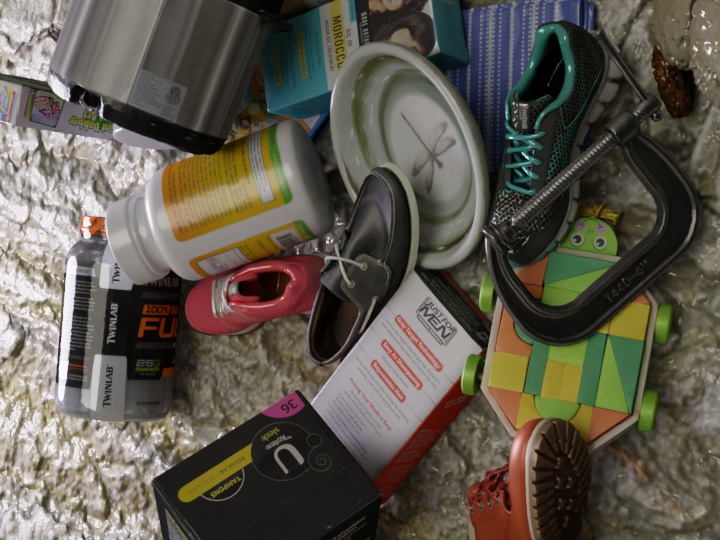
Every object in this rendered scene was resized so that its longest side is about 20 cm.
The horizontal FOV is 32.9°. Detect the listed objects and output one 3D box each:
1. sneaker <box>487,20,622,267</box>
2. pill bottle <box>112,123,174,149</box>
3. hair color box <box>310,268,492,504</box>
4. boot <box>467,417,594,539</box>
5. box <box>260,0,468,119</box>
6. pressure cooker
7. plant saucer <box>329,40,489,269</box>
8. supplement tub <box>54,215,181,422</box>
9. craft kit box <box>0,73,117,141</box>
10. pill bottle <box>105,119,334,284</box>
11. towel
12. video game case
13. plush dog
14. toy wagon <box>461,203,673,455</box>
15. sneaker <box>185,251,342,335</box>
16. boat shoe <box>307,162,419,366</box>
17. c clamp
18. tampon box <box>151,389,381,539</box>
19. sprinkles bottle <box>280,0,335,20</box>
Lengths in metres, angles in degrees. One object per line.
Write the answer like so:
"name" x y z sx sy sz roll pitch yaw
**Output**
"sneaker" 0.136 -0.105 0.958 0.077 0.091 0.203 16 87 36
"pill bottle" -0.205 -0.230 1.232 0.111 0.112 0.203 -6 77 35
"hair color box" 0.033 0.107 1.082 0.102 0.061 0.201 49 115 26
"boot" 0.123 0.180 0.952 0.106 0.075 0.202 26 141 34
"box" -0.001 -0.204 1.107 0.198 0.049 0.084 -14 80 36
"pressure cooker" -0.164 -0.221 1.073 0.177 0.175 0.202 27 100 30
"plant saucer" 0.052 -0.103 1.046 0.199 0.050 0.202 34 137 38
"supplement tub" -0.247 0.048 1.252 0.121 0.122 0.203 5 91 36
"craft kit box" -0.343 -0.178 1.288 0.198 0.196 0.049 17 96 36
"pill bottle" -0.133 -0.057 1.144 0.197 0.111 0.113 -19 76 12
"towel" 0.113 -0.159 1.067 0.198 0.024 0.147 1 90 38
"video game case" -0.085 -0.175 1.210 0.143 0.018 0.201 49 114 27
"plush dog" 0.277 -0.183 0.885 0.202 0.159 0.172 -63 31 13
"toy wagon" 0.168 0.040 0.968 0.153 0.040 0.203 10 80 16
"sneaker" -0.108 0.017 1.174 0.198 0.086 0.075 -14 79 35
"boat shoe" 0.000 0.000 1.073 0.072 0.067 0.202 42 130 33
"c clamp" 0.168 -0.050 0.927 0.171 0.027 0.200 43 92 -11
"tampon box" -0.080 0.233 1.050 0.126 0.149 0.201 46 152 28
"sprinkles bottle" -0.004 -0.282 1.114 0.198 0.068 0.069 -10 81 29
